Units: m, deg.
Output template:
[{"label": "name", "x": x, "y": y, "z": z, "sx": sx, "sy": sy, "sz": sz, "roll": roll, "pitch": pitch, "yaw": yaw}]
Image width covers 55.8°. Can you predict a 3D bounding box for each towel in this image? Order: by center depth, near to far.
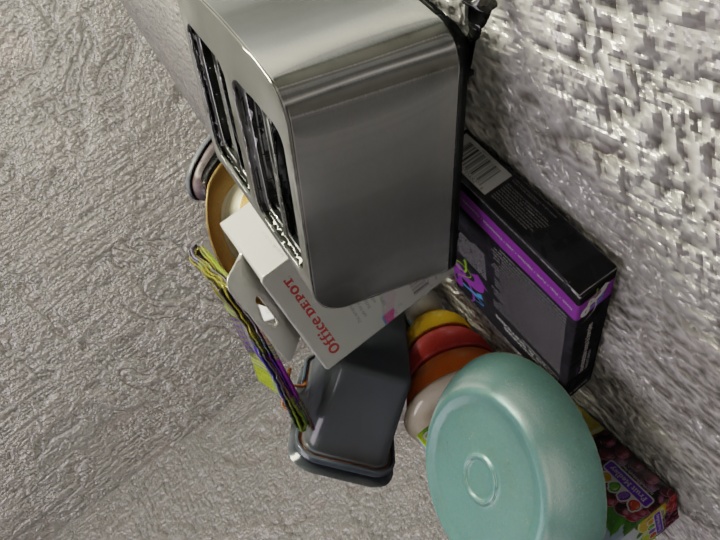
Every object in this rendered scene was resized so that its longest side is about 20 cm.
[{"label": "towel", "x": -0.117, "y": 0.070, "z": 0.712, "sx": 0.144, "sy": 0.023, "sz": 0.200, "roll": 35, "pitch": 152, "yaw": 54}]

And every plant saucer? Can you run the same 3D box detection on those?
[{"label": "plant saucer", "x": 0.110, "y": 0.169, "z": 0.561, "sx": 0.200, "sy": 0.036, "sz": 0.201, "roll": 2, "pitch": 92, "yaw": 58}]

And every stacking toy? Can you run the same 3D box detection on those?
[{"label": "stacking toy", "x": 0.101, "y": 0.099, "z": 0.827, "sx": 0.146, "sy": 0.146, "sz": 0.200, "roll": 61, "pitch": -173, "yaw": -46}]

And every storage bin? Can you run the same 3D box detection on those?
[{"label": "storage bin", "x": -0.011, "y": 0.123, "z": 0.800, "sx": 0.145, "sy": 0.135, "sz": 0.200, "roll": 16, "pitch": -154, "yaw": -7}]

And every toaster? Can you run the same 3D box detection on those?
[{"label": "toaster", "x": -0.021, "y": -0.100, "z": 0.432, "sx": 0.181, "sy": 0.118, "sz": 0.200, "roll": 51, "pitch": 157, "yaw": 38}]

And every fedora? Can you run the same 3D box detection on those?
[{"label": "fedora", "x": -0.071, "y": -0.053, "z": 0.747, "sx": 0.082, "sy": 0.201, "sz": 0.201, "roll": -11, "pitch": 121, "yaw": 43}]

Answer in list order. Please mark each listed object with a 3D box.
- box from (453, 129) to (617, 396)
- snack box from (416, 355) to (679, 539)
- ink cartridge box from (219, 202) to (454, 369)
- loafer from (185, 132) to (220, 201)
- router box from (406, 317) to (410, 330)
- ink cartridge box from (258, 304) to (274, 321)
[{"label": "box", "x": 0.119, "y": 0.006, "z": 0.508, "sx": 0.143, "sy": 0.036, "sz": 0.200, "roll": 51, "pitch": 171, "yaw": 29}, {"label": "snack box", "x": 0.165, "y": 0.189, "z": 0.635, "sx": 0.200, "sy": 0.142, "sz": 0.053, "roll": 45, "pitch": 169, "yaw": 49}, {"label": "ink cartridge box", "x": -0.025, "y": -0.021, "z": 0.638, "sx": 0.125, "sy": 0.200, "sz": 0.129, "roll": 44, "pitch": 168, "yaw": 52}, {"label": "loafer", "x": -0.123, "y": -0.145, "z": 0.797, "sx": 0.063, "sy": 0.200, "sz": 0.072, "roll": 18, "pitch": 136, "yaw": 20}, {"label": "router box", "x": 0.000, "y": 0.000, "z": 0.944, "sx": 0.150, "sy": 0.062, "sz": 0.200, "roll": 57, "pitch": -172, "yaw": -32}, {"label": "ink cartridge box", "x": -0.109, "y": -0.039, "z": 1.073, "sx": 0.085, "sy": 0.145, "sz": 0.201, "roll": -24, "pitch": -84, "yaw": -61}]
